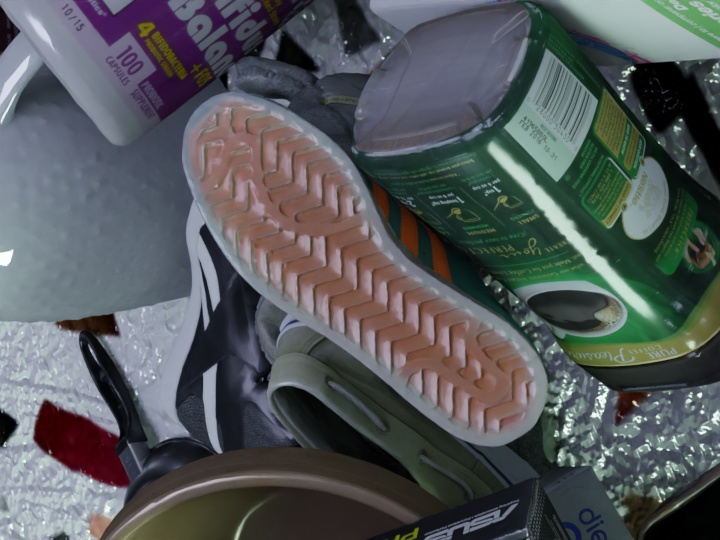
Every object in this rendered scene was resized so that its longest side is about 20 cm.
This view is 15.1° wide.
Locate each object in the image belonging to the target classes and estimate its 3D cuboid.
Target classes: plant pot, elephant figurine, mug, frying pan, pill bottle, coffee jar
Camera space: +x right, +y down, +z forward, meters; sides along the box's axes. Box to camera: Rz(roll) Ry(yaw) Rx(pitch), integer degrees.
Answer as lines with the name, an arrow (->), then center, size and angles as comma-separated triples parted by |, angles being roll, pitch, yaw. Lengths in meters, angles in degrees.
plant pot -> -0.025, 0.153, 1.231 | 0.201, 0.093, 0.201 | 4, 118, 7
elephant figurine -> 0.018, 0.013, 1.327 | 0.155, 0.141, 0.200 | -109, 18, -51
mug -> -0.162, -0.064, 1.451 | 0.148, 0.175, 0.200 | 46, 128, 29
frying pan -> -0.108, 0.116, 1.544 | 0.115, 0.031, 0.190 | -19, 87, 45
pill bottle -> -0.073, -0.161, 1.325 | 0.200, 0.112, 0.112 | -39, 63, -3
coffee jar -> 0.095, -0.026, 1.189 | 0.104, 0.200, 0.085 | -7, 50, 46

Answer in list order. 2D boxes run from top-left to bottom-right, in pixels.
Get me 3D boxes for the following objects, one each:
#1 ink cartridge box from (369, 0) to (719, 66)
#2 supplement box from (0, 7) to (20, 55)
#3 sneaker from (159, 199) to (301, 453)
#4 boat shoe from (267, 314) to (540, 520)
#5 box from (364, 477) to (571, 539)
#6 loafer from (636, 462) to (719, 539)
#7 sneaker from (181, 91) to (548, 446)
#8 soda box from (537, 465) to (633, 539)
ink cartridge box -> 0.111, -0.169, 1.178 | 0.200, 0.084, 0.145 | 0, 73, 46
supplement box -> -0.263, -0.140, 1.523 | 0.086, 0.200, 0.110 | 9, 105, 46
sneaker -> -0.036, 0.024, 1.423 | 0.112, 0.073, 0.200 | 38, 132, 31
boat shoe -> 0.024, 0.098, 1.286 | 0.200, 0.062, 0.072 | 46, 138, -20
box -> 0.046, 0.202, 1.167 | 0.160, 0.044, 0.200 | -21, 112, 19
loafer -> 0.202, 0.090, 1.187 | 0.200, 0.063, 0.072 | -38, 69, 44
sneaker -> 0.000, 0.000, 1.203 | 0.200, 0.080, 0.071 | 44, 93, -1
soda box -> 0.119, 0.190, 1.242 | 0.200, 0.068, 0.063 | 60, 169, -1
